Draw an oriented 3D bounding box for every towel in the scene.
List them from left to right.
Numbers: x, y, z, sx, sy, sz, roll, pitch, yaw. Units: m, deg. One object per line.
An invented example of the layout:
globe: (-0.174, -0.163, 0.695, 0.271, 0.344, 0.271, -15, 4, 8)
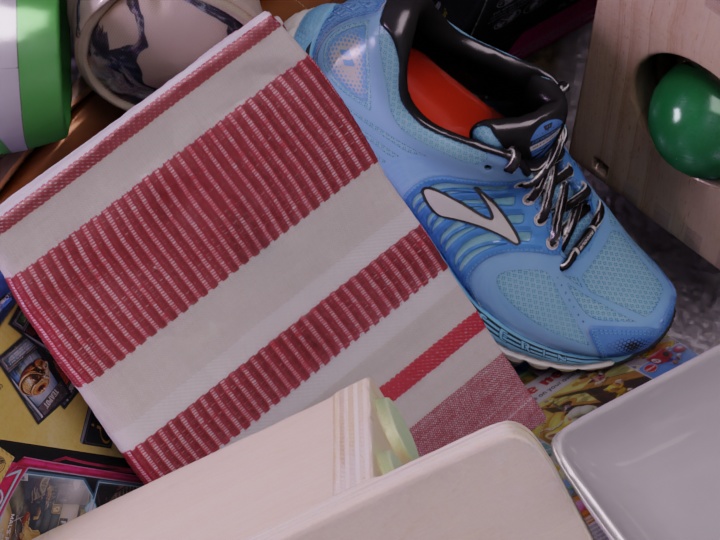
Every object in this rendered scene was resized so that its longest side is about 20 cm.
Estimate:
towel: (-0.035, 0.022, 1.045, 0.144, 0.023, 0.200, -39, 109, -16)

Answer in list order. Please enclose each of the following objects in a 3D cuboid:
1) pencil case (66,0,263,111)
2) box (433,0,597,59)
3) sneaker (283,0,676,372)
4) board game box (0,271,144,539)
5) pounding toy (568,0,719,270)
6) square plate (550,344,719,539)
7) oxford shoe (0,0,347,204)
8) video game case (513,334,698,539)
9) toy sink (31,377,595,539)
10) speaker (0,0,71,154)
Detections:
pencil case: (-0.075, -0.149, 1.110, 0.078, 0.089, 0.200, -21, 49, 20)
box: (0.086, -0.180, 1.190, 0.200, 0.132, 0.115, -31, 78, -21)
sneaker: (0.055, -0.034, 1.100, 0.200, 0.090, 0.078, 40, 54, -21)
board game box: (-0.105, 0.069, 1.061, 0.135, 0.035, 0.200, 48, 58, -25)
pounding toy: (0.149, -0.113, 1.097, 0.142, 0.184, 0.200, 39, 62, 21)
square plate: (0.186, 0.101, 0.950, 0.200, 0.028, 0.198, -26, 75, -31)
oxford shoe: (-0.072, -0.062, 1.146, 0.200, 0.071, 0.071, -35, 82, -24)
video game case: (0.106, 0.088, 1.078, 0.143, 0.018, 0.200, -27, 35, -20)
toy sink: (-0.007, 0.126, 0.981, 0.200, 0.112, 0.130, -27, 108, 9)
speaker: (-0.212, -0.084, 1.062, 0.200, 0.088, 0.088, -2, 68, -2)
